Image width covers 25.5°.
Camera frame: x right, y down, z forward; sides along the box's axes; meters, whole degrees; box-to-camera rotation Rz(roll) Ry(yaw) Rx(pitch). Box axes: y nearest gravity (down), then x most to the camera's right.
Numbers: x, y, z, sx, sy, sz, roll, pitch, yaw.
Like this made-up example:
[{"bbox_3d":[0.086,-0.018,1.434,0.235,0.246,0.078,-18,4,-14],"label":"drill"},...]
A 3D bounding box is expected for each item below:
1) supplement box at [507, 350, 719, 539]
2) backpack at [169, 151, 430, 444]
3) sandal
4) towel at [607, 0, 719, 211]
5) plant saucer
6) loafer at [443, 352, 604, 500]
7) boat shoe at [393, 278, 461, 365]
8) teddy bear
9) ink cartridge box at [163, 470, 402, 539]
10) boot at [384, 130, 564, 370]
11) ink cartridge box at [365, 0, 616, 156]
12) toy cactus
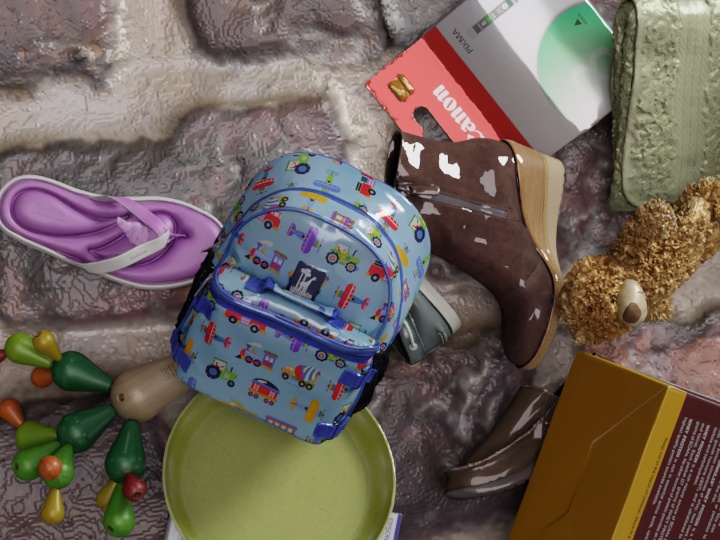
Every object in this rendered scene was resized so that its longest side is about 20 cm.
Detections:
[{"bbox_3d":[0.262,0.200,1.346,0.200,0.133,0.197,19,91,-27],"label":"supplement box"},{"bbox_3d":[-0.043,0.015,1.301,0.183,0.135,0.200,28,120,-1],"label":"backpack"},{"bbox_3d":[-0.214,-0.031,1.362,0.203,0.050,0.083,10,87,-8],"label":"sandal"},{"bbox_3d":[0.290,-0.150,1.413,0.148,0.036,0.200,-6,108,-19],"label":"towel"},{"bbox_3d":[-0.070,0.179,1.359,0.200,0.031,0.200,5,64,-10],"label":"plant saucer"},{"bbox_3d":[0.150,0.137,1.407,0.200,0.073,0.071,-29,89,-18],"label":"loafer"},{"bbox_3d":[0.000,0.000,1.383,0.200,0.073,0.062,45,79,-10],"label":"boat shoe"},{"bbox_3d":[0.258,-0.005,1.383,0.067,0.145,0.200,42,40,24],"label":"teddy bear"},{"bbox_3d":[-0.071,0.237,1.383,0.200,0.037,0.095,12,86,-5],"label":"ink cartridge box"},{"bbox_3d":[0.092,-0.017,1.378,0.166,0.072,0.200,5,88,-22],"label":"boot"},{"bbox_3d":[0.131,-0.171,1.420,0.200,0.050,0.161,-40,94,-10],"label":"ink cartridge box"},{"bbox_3d":[-0.221,0.116,1.325,0.165,0.102,0.200,-30,63,-15],"label":"toy cactus"}]
